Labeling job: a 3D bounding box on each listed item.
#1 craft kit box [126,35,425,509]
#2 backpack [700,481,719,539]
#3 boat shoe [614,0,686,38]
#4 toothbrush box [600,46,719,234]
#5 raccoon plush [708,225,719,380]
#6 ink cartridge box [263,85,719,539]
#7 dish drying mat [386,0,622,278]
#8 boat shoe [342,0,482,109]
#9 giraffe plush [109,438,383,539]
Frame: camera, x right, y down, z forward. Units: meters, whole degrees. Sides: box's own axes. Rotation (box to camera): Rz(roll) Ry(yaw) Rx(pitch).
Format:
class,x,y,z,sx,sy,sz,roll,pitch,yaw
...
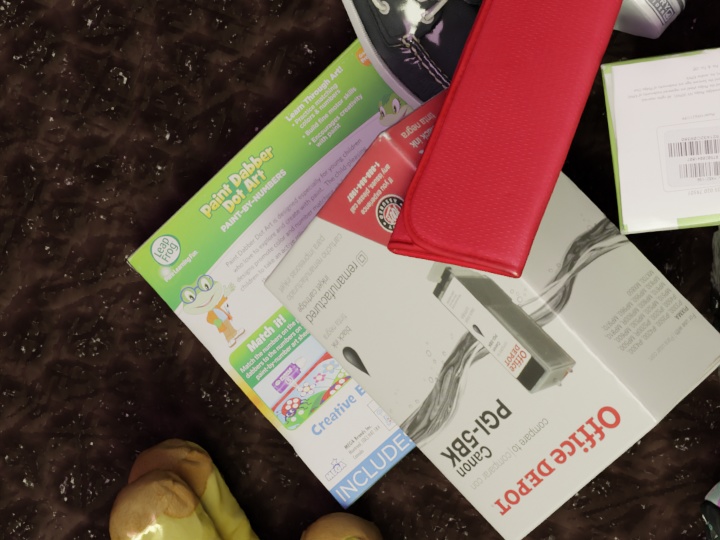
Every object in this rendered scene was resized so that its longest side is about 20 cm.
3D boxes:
class,x,y,z,sx,sy,sz,roll,pitch,yaw
craft kit box,0.000,0.000,1.090,0.200,0.049,0.198,-42,87,12
backpack,0.277,0.166,0.993,0.127,0.167,0.200,-43,81,-7
boat shoe,0.116,-0.180,0.995,0.068,0.200,0.072,-48,121,-5
toothbrush box,0.207,-0.072,0.956,0.146,0.200,0.086,-7,94,12
raccoon plush,0.255,0.021,0.951,0.134,0.200,0.097,-1,92,3
ink cartridge box,0.068,0.024,0.982,0.200,0.083,0.147,46,135,7
dish drying mat,0.077,-0.094,0.900,0.077,0.018,0.200,12,73,34
boat shoe,0.027,-0.163,1.045,0.076,0.060,0.200,-36,84,-32
giraffe plush,-0.045,0.196,1.064,0.162,0.173,0.200,-3,102,5
